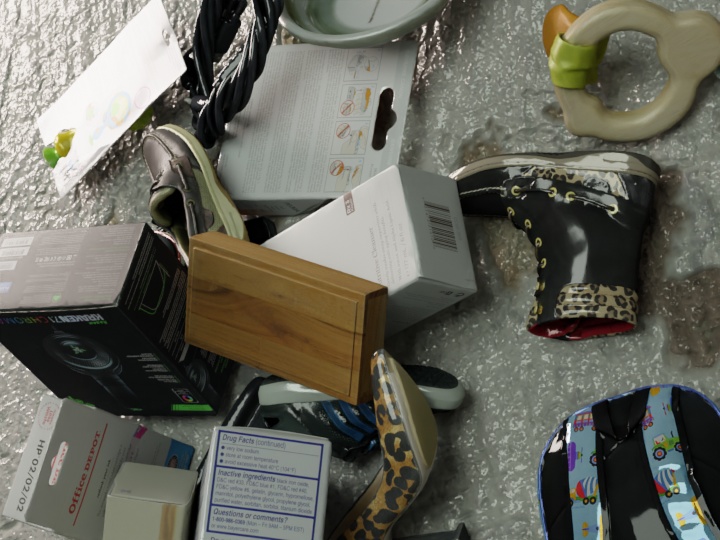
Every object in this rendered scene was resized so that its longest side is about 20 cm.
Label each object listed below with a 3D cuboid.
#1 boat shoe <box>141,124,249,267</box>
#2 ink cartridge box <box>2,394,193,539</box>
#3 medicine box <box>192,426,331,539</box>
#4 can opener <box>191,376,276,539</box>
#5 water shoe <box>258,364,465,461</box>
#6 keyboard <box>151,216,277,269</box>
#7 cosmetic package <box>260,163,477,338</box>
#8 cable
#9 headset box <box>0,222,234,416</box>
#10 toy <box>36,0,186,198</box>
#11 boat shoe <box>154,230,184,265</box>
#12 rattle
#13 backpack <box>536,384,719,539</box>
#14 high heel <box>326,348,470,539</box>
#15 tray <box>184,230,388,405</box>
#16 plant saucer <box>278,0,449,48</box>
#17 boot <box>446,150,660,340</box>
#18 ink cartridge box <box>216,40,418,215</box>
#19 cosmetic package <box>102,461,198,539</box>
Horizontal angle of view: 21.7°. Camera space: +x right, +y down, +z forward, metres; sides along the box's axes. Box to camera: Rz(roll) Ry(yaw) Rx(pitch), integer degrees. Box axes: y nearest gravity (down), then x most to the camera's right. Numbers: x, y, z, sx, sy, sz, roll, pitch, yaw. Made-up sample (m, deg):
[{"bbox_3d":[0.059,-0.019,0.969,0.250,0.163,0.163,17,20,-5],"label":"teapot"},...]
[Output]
[{"bbox_3d":[-0.167,-0.068,1.753,0.200,0.064,0.074,51,142,42],"label":"boat shoe"},{"bbox_3d":[-0.246,0.185,1.691,0.067,0.200,0.116,11,78,33],"label":"ink cartridge box"},{"bbox_3d":[-0.091,0.248,1.575,0.102,0.182,0.202,8,74,-6],"label":"medicine box"},{"bbox_3d":[-0.131,0.187,1.708,0.063,0.079,0.201,31,81,43],"label":"can opener"},{"bbox_3d":[0.004,0.128,1.656,0.198,0.071,0.080,-1,100,29],"label":"water shoe"},{"bbox_3d":[-0.147,-0.007,1.805,0.199,0.039,0.105,-12,73,37],"label":"keyboard"},{"bbox_3d":[0.000,0.000,1.650,0.199,0.081,0.114,-30,61,37],"label":"cosmetic package"},{"bbox_3d":[-0.128,-0.213,1.783,0.200,0.050,0.165,-47,34,49],"label":"cable"},{"bbox_3d":[-0.229,0.053,1.737,0.173,0.200,0.094,-2,55,29],"label":"headset box"},{"bbox_3d":[-0.244,-0.171,1.909,0.200,0.047,0.116,-40,50,21],"label":"toy"},{"bbox_3d":[-0.253,-0.009,1.829,0.199,0.062,0.072,3,82,42],"label":"boat shoe"},{"bbox_3d":[0.263,-0.190,1.626,0.198,0.143,0.132,-17,97,8],"label":"rattle"},{"bbox_3d":[0.231,0.198,1.441,0.181,0.134,0.202,-21,64,23],"label":"backpack"},{"bbox_3d":[0.000,0.170,1.583,0.141,0.071,0.202,-13,104,22],"label":"high heel"},{"bbox_3d":[-0.068,0.039,1.622,0.199,0.037,0.100,18,111,36],"label":"tray"},{"bbox_3d":[0.017,-0.264,1.762,0.198,0.050,0.201,-14,42,13],"label":"plant saucer"},{"bbox_3d":[0.157,-0.020,1.605,0.198,0.073,0.152,-2,71,24],"label":"boot"},{"bbox_3d":[-0.037,-0.135,1.779,0.198,0.050,0.164,2,73,27],"label":"ink cartridge box"},{"bbox_3d":[-0.189,0.279,1.634,0.070,0.105,0.202,7,102,0],"label":"cosmetic package"}]
